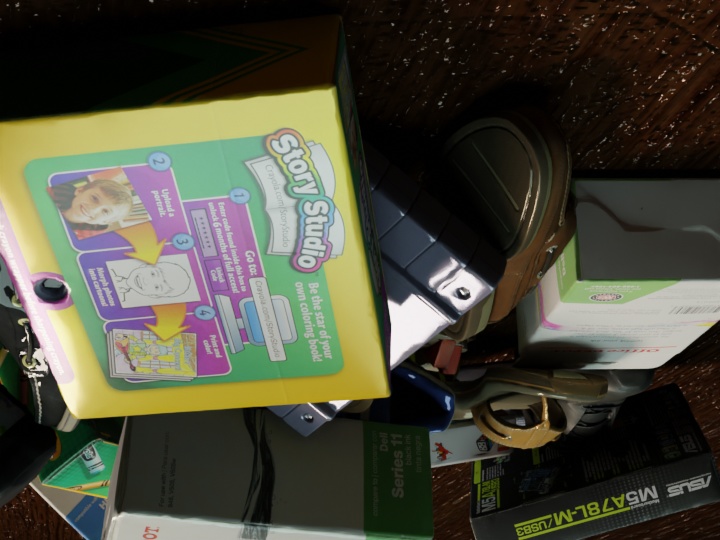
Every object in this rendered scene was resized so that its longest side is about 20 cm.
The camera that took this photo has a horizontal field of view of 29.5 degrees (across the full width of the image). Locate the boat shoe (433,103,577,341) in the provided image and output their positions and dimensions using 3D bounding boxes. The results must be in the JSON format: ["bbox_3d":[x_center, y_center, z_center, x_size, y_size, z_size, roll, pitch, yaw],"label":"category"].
[{"bbox_3d":[0.083,-0.035,0.759,0.068,0.072,0.200,-26,162,-21],"label":"boat shoe"}]

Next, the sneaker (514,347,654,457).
[{"bbox_3d":[0.175,0.099,1.056,0.075,0.092,0.200,2,173,-9],"label":"sneaker"}]

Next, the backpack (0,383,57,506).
[{"bbox_3d":[-0.310,0.085,0.861,0.153,0.201,0.163,-35,180,-35],"label":"backpack"}]

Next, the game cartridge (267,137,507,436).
[{"bbox_3d":[-0.027,0.011,0.765,0.129,0.039,0.200,36,136,-12],"label":"game cartridge"}]

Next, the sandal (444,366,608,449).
[{"bbox_3d":[0.108,0.099,0.956,0.080,0.055,0.200,4,168,-23],"label":"sandal"}]

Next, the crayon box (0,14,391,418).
[{"bbox_3d":[-0.080,-0.017,0.659,0.171,0.059,0.201,-5,134,5],"label":"crayon box"}]

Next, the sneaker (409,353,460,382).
[{"bbox_3d":[-0.023,0.078,1.038,0.198,0.075,0.084,4,156,-21],"label":"sneaker"}]

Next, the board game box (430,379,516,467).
[{"bbox_3d":[0.007,0.121,1.083,0.198,0.035,0.126,-5,-162,-28],"label":"board game box"}]

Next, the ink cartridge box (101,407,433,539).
[{"bbox_3d":[-0.067,0.157,0.898,0.198,0.084,0.147,8,148,-13],"label":"ink cartridge box"}]

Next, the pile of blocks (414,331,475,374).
[{"bbox_3d":[0.066,0.033,0.941,0.081,0.063,0.200,-6,161,10],"label":"pile of blocks"}]

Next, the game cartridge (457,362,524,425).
[{"bbox_3d":[0.107,0.119,1.240,0.198,0.042,0.133,-8,156,14],"label":"game cartridge"}]

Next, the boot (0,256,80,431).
[{"bbox_3d":[-0.222,0.011,0.769,0.152,0.074,0.205,4,136,-12],"label":"boot"}]

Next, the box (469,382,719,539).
[{"bbox_3d":[0.186,0.162,1.120,0.192,0.048,0.200,-20,-172,8],"label":"box"}]

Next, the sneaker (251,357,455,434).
[{"bbox_3d":[-0.022,0.076,0.916,0.199,0.076,0.088,4,-173,-38],"label":"sneaker"}]

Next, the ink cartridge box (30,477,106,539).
[{"bbox_3d":[-0.251,0.148,1.125,0.067,0.200,0.116,-46,168,-14],"label":"ink cartridge box"}]

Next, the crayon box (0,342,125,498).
[{"bbox_3d":[-0.176,0.110,1.022,0.058,0.119,0.200,-37,151,13],"label":"crayon box"}]

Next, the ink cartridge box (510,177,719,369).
[{"bbox_3d":[0.165,0.008,0.873,0.116,0.068,0.200,0,161,-7],"label":"ink cartridge box"}]

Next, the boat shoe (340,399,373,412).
[{"bbox_3d":[0.000,0.000,0.819,0.072,0.072,0.201,17,138,13],"label":"boat shoe"}]
